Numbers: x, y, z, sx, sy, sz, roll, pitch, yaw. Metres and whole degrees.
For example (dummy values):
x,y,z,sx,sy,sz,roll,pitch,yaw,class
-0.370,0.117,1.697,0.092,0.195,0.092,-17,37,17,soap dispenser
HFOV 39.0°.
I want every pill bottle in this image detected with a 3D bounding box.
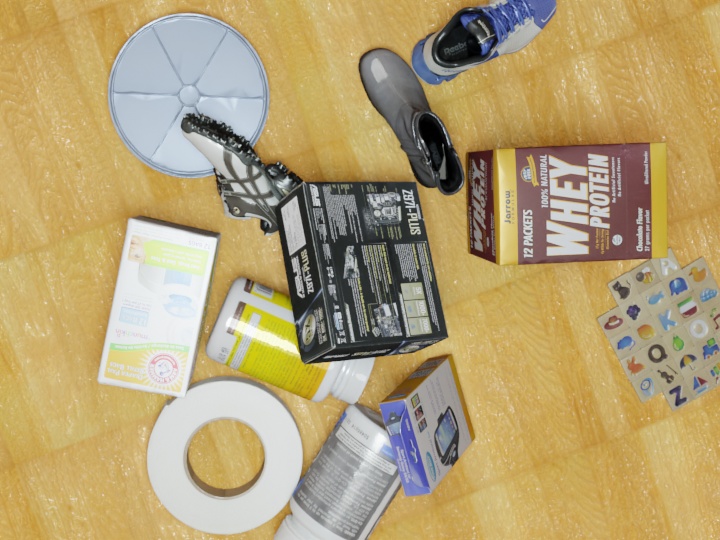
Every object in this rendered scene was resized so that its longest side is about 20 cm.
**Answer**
x,y,z,sx,sy,sz,roll,pitch,yaw,class
-0.019,0.281,1.288,0.113,0.114,0.201,32,91,-7,pill bottle
-0.085,0.094,1.266,0.198,0.109,0.110,24,93,-7,pill bottle

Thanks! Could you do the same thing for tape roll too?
x,y,z,sx,sy,sz,roll,pitch,yaw,class
-0.174,0.237,1.308,0.200,0.037,0.205,-1,96,-6,tape roll

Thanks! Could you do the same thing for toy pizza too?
x,y,z,sx,sy,sz,roll,pitch,yaw,class
-0.213,-0.216,1.265,0.198,0.032,0.203,0,94,-6,toy pizza

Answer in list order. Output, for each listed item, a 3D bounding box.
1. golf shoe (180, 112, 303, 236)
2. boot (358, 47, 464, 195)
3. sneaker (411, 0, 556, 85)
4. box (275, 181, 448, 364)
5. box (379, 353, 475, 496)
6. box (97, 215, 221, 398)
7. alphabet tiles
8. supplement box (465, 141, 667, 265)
x,y,z,sx,sy,sz,roll,pitch,yaw,class
-0.150,-0.109,1.233,0.199,0.078,0.095,35,104,-32,golf shoe
0.069,-0.189,1.243,0.069,0.132,0.201,-33,97,-1,boot
0.162,-0.295,1.250,0.198,0.115,0.081,-31,99,-4,sneaker
0.000,0.000,1.220,0.162,0.086,0.202,-4,75,-31,box
0.081,0.191,1.252,0.041,0.200,0.120,-12,97,28,box
-0.245,0.043,1.250,0.111,0.101,0.202,12,94,-6,box
0.418,0.080,1.365,0.165,0.006,0.201,-30,97,-2,alphabet tiles
0.242,-0.083,1.237,0.198,0.197,0.134,-3,95,-4,supplement box
